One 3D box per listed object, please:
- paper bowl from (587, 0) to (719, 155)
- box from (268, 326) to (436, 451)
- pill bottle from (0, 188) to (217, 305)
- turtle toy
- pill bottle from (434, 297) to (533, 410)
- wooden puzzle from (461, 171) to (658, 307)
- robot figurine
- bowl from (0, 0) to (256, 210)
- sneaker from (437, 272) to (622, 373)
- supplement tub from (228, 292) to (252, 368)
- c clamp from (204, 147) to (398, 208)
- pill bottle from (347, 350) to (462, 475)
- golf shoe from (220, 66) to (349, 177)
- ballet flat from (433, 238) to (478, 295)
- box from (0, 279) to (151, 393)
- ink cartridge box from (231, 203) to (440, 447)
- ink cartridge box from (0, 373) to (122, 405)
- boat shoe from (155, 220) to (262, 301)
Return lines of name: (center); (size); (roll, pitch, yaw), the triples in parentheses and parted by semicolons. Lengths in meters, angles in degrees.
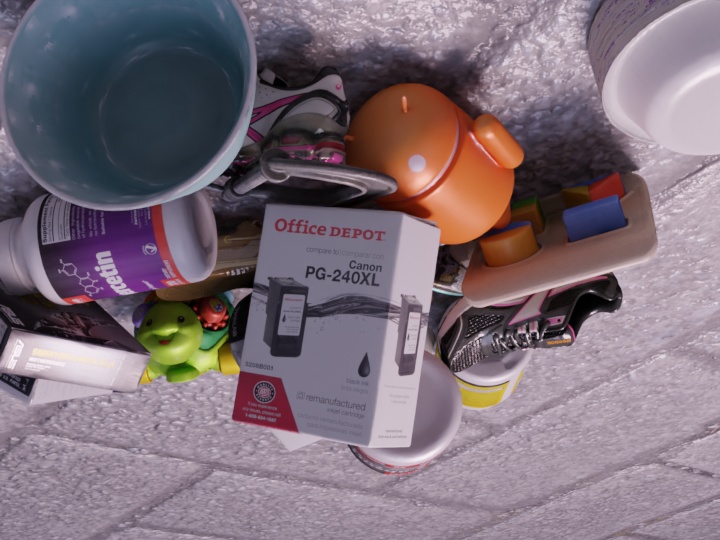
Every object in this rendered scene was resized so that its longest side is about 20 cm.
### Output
paper bowl: (0.301, -0.175, 0.886); (0.200, 0.104, 0.201); (-4, 148, -3)
box: (-0.024, 0.118, 1.275); (0.200, 0.124, 0.098); (-26, 114, 29)
pill bottle: (-0.248, -0.029, 1.026); (0.200, 0.113, 0.112); (-11, 149, 9)
turtle toy: (-0.197, 0.068, 1.172); (0.146, 0.101, 0.200); (-6, -168, 1)
pill bottle: (0.149, 0.108, 1.306); (0.114, 0.114, 0.200); (-6, 160, 0)
wooden puzzle: (0.193, -0.044, 1.036); (0.185, 0.200, 0.046); (-16, 109, 17)
robot figurine: (0.063, -0.096, 0.965); (0.144, 0.117, 0.200); (28, 178, 44)
bowl: (-0.166, -0.133, 0.819); (0.201, 0.201, 0.105); (-10, 168, 7)
sneaker: (0.171, 0.046, 1.041); (0.200, 0.086, 0.080); (-33, 141, -2)
supplement tub: (-0.030, 0.041, 1.061); (0.122, 0.123, 0.200); (22, 140, -38)
c clamp: (-0.067, -0.072, 0.889); (0.171, 0.027, 0.200); (11, 171, -25)
pill bottle: (0.038, 0.150, 1.080); (0.116, 0.116, 0.200); (-5, 165, -2)
golf shoe: (-0.092, -0.130, 0.930); (0.200, 0.092, 0.073); (0, 172, 33)
ballet flat: (0.141, -0.007, 1.176); (0.200, 0.072, 0.072); (11, 146, -39)
box: (-0.330, 0.052, 1.071); (0.158, 0.200, 0.048); (16, 101, -44)
ink cartridge box: (-0.021, 0.045, 0.924); (0.145, 0.200, 0.083); (6, 175, 30)
ink cartridge box: (-0.369, 0.080, 1.133); (0.198, 0.043, 0.200); (25, -177, 16)
boat shoe: (-0.121, -0.019, 1.109); (0.200, 0.066, 0.074); (-8, 157, -19)
